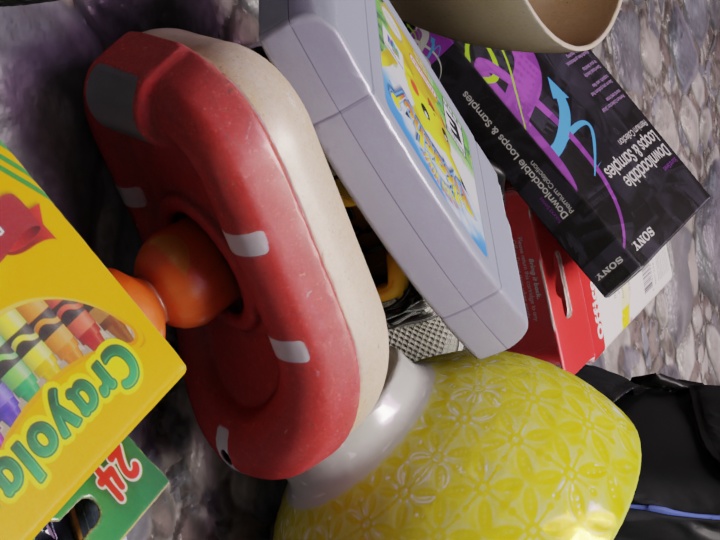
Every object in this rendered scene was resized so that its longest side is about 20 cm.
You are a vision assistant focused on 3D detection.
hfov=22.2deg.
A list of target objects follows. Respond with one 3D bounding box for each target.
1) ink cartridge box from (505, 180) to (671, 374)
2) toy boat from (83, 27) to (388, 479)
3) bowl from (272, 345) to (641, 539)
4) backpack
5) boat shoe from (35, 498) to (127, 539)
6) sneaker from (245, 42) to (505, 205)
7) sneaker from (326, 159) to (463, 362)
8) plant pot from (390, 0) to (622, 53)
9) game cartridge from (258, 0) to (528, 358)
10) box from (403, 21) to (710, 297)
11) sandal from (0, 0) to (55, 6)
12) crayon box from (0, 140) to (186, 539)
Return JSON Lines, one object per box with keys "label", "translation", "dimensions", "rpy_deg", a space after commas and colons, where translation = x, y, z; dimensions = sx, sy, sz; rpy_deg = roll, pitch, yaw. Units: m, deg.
{"label": "ink cartridge box", "translation": [0.129, -0.014, 1.167], "dimensions": [0.200, 0.067, 0.117], "rpy_deg": [-34, 115, -57]}
{"label": "toy boat", "translation": [-0.076, 0.006, 0.778], "dimensions": [0.130, 0.130, 0.201], "rpy_deg": [-34, 119, -23]}
{"label": "bowl", "translation": [0.022, 0.102, 0.868], "dimensions": [0.108, 0.199, 0.201], "rpy_deg": [47, 43, -16]}
{"label": "backpack", "translation": [0.177, 0.142, 1.121], "dimensions": [0.191, 0.198, 0.155], "rpy_deg": [-54, 152, -60]}
{"label": "boat shoe", "translation": [-0.130, 0.118, 0.681], "dimensions": [0.091, 0.070, 0.202], "rpy_deg": [6, 66, -55]}
{"label": "sneaker", "translation": [0.011, -0.069, 0.944], "dimensions": [0.200, 0.087, 0.076], "rpy_deg": [27, 63, -56]}
{"label": "sneaker", "translation": [0.000, 0.000, 0.898], "dimensions": [0.200, 0.077, 0.083], "rpy_deg": [53, 13, -47]}
{"label": "plant pot", "translation": [0.047, -0.211, 0.982], "dimensions": [0.200, 0.133, 0.202], "rpy_deg": [12, 77, -60]}
{"label": "game cartridge", "translation": [0.018, -0.060, 0.831], "dimensions": [0.200, 0.040, 0.134], "rpy_deg": [54, 22, -33]}
{"label": "box", "translation": [0.117, -0.091, 1.096], "dimensions": [0.200, 0.036, 0.143], "rpy_deg": [52, 33, 1]}
{"label": "sandal", "translation": [-0.152, -0.116, 0.608], "dimensions": [0.199, 0.075, 0.048], "rpy_deg": [-2, 91, -32]}
{"label": "crayon box", "translation": [-0.143, 0.023, 0.619], "dimensions": [0.200, 0.051, 0.127], "rpy_deg": [51, 38, -9]}
